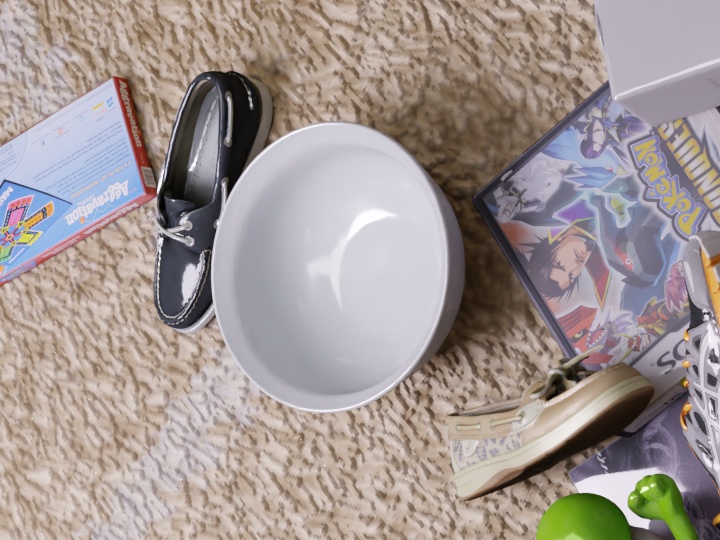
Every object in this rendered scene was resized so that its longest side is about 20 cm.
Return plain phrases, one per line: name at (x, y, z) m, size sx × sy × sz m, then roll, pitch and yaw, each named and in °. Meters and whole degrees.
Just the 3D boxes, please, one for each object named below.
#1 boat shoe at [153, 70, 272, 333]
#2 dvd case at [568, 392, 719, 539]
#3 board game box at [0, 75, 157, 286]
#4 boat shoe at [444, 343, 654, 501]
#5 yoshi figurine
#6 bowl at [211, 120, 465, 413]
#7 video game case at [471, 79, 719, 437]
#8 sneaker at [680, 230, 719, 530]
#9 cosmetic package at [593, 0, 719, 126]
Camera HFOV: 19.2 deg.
boat shoe at (-0.125, -0.052, 1.593) m, size 0.075 × 0.060 × 0.201 m, roll 14°, pitch 94°, yaw 34°
dvd case at (0.233, 0.178, 1.353) m, size 0.148 × 0.016 × 0.201 m, roll -37°, pitch 67°, yaw 26°
board game box at (-0.251, -0.065, 1.707) m, size 0.199 × 0.019 × 0.103 m, roll -27°, pitch 70°, yaw 30°
boat shoe at (0.112, 0.094, 1.374) m, size 0.200 × 0.073 × 0.063 m, roll -36°, pitch 72°, yaw 52°
yoshi figurine at (0.183, 0.185, 1.295) m, size 0.199 × 0.112 × 0.113 m, roll 7°, pitch 114°, yaw 44°
bowl at (0.000, 0.000, 1.485) m, size 0.200 × 0.090 × 0.202 m, roll -3°, pitch 84°, yaw 35°
video game case at (0.187, -0.024, 1.389) m, size 0.181 × 0.025 × 0.201 m, roll -41°, pitch 63°, yaw 22°
sneaker at (0.228, 0.075, 1.303) m, size 0.077 × 0.078 × 0.201 m, roll -18°, pitch 86°, yaw 40°
cosmetic package at (0.250, -0.170, 1.324) m, size 0.199 × 0.074 × 0.102 m, roll -16°, pitch 71°, yaw 27°
